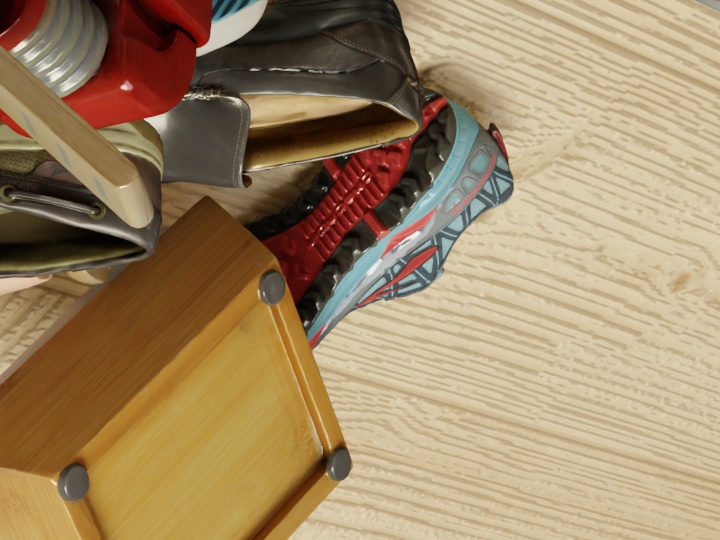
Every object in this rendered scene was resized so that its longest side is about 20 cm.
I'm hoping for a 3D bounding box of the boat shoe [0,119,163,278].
[{"bbox_3d":[-0.181,-0.023,1.215,0.199,0.065,0.073,-10,146,3],"label":"boat shoe"}]

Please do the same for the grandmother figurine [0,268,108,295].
[{"bbox_3d":[-0.223,0.010,1.313,0.199,0.061,0.121,-23,136,17],"label":"grandmother figurine"}]

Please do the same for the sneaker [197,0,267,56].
[{"bbox_3d":[-0.133,-0.099,1.254,0.199,0.077,0.081,-17,150,1],"label":"sneaker"}]

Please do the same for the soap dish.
[{"bbox_3d":[-0.094,0.086,1.320,0.200,0.081,0.158,-45,130,-36],"label":"soap dish"}]

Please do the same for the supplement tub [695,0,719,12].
[{"bbox_3d":[0.137,-0.189,1.249,0.199,0.123,0.123,19,125,-43],"label":"supplement tub"}]

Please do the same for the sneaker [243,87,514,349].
[{"bbox_3d":[0.000,0.000,1.439,0.200,0.080,0.095,-42,142,22],"label":"sneaker"}]

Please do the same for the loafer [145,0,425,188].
[{"bbox_3d":[-0.067,-0.070,1.319,0.199,0.072,0.073,-19,145,-6],"label":"loafer"}]

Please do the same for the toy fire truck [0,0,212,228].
[{"bbox_3d":[-0.116,-0.094,1.096,0.128,0.201,0.176,-10,154,23],"label":"toy fire truck"}]
